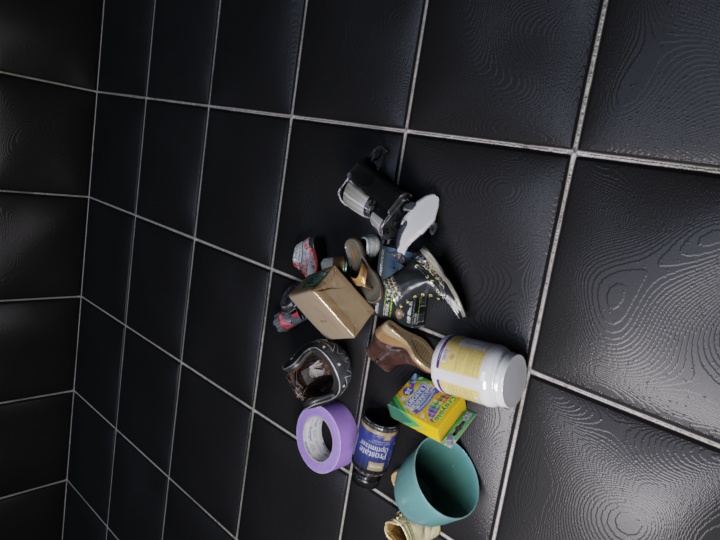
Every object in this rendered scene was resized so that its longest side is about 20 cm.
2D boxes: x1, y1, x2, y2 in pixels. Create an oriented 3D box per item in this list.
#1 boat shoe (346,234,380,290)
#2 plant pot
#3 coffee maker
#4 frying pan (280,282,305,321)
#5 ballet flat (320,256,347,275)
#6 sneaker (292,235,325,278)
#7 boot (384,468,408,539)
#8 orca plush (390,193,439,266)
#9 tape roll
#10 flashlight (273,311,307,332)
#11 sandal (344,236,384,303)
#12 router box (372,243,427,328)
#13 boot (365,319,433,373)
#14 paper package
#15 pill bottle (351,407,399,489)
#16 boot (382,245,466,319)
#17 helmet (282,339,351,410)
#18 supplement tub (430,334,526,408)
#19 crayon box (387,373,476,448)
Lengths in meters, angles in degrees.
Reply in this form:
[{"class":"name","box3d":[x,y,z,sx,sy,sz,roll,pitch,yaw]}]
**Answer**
[{"class":"boat shoe","box3d":[-0.011,-0.016,1.768,0.070,0.070,0.205,40,117,33]},{"class":"plant pot","box3d":[0.176,0.549,1.539,0.162,0.197,0.204,-50,60,42]},{"class":"coffee maker","box3d":[0.059,-0.214,1.657,0.199,0.133,0.196,40,116,33]},{"class":"frying pan","box3d":[-0.219,0.110,1.928,0.114,0.031,0.193,-35,33,26]},{"class":"ballet flat","box3d":[-0.080,-0.014,1.760,0.200,0.070,0.070,-143,65,-84]},{"class":"sneaker","box3d":[-0.158,0.001,1.908,0.106,0.066,0.208,-15,78,42]},{"class":"boot","box3d":[0.112,0.636,1.616,0.073,0.153,0.202,-48,61,31]},{"class":"orca plush","box3d":[0.144,-0.108,1.607,0.071,0.102,0.205,134,155,-80]},{"class":"tape roll","box3d":[-0.103,0.507,1.859,0.196,0.084,0.207,0,91,42]},{"class":"flashlight","box3d":[-0.198,0.135,1.951,0.198,0.067,0.069,-31,34,36]},{"class":"sandal","box3d":[0.000,0.000,1.683,0.081,0.054,0.205,-29,76,36]},{"class":"router box","box3d":[0.114,0.039,1.661,0.147,0.061,0.207,14,100,42]},{"class":"boot","box3d":[0.113,0.236,1.673,0.199,0.072,0.168,40,141,9]},{"class":"paper package","box3d":[-0.085,0.097,1.726,0.191,0.104,0.199,47,156,-14]},{"class":"pill bottle","box3d":[0.036,0.504,1.713,0.110,0.110,0.206,25,108,38]},{"class":"boot","box3d":[0.164,0.063,1.553,0.152,0.073,0.207,-33,85,6]},{"class":"helmet","box3d":[-0.119,0.299,1.796,0.187,0.201,0.203,-29,66,-6]},{"class":"supplement tub","box3d":[0.282,0.242,1.457,0.196,0.143,0.150,10,98,41]},{"class":"crayon box","box3d":[0.183,0.355,1.562,0.197,0.125,0.053,18,137,40]}]
